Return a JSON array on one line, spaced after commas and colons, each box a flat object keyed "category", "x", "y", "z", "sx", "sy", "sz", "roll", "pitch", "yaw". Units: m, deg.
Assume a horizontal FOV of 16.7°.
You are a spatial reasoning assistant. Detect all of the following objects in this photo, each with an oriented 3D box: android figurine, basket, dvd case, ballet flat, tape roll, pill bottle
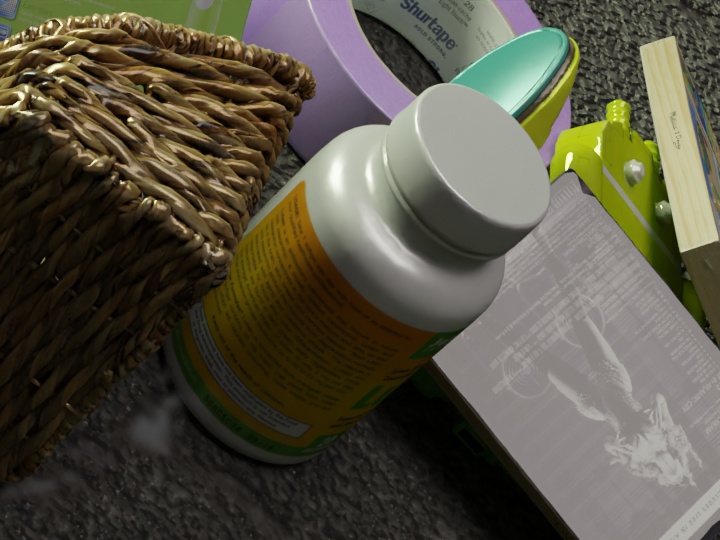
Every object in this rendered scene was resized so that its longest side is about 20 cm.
[{"category": "android figurine", "x": 0.154, "y": -0.004, "z": 1.436, "sx": 0.182, "sy": 0.041, "sz": 0.201, "roll": 48, "pitch": 40, "yaw": -44}, {"category": "basket", "x": -0.140, "y": -0.032, "z": 1.091, "sx": 0.142, "sy": 0.200, "sz": 0.149, "roll": 36, "pitch": 41, "yaw": -13}, {"category": "dvd case", "x": 0.127, "y": 0.062, "z": 1.310, "sx": 0.149, "sy": 0.016, "sz": 0.200, "roll": -39, "pitch": 89, "yaw": -31}, {"category": "ballet flat", "x": 0.047, "y": -0.050, "z": 1.337, "sx": 0.067, "sy": 0.200, "sz": 0.067, "roll": 34, "pitch": -20, "yaw": 48}, {"category": "tape roll", "x": 0.028, "y": -0.121, "z": 1.448, "sx": 0.199, "sy": 0.066, "sz": 0.201, "roll": 27, "pitch": 42, "yaw": -27}, {"category": "pill bottle", "x": 0.000, "y": 0.000, "z": 1.199, "sx": 0.111, "sy": 0.200, "sz": 0.111, "roll": 26, "pitch": 42, "yaw": -26}]

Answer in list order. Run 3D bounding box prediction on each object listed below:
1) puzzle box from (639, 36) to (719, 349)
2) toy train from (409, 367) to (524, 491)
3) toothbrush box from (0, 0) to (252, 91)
[{"category": "puzzle box", "x": 0.214, "y": -0.034, "z": 1.517, "sx": 0.201, "sy": 0.025, "sz": 0.133, "roll": -93, "pitch": 161, "yaw": -48}, {"category": "toy train", "x": 0.084, "y": 0.087, "z": 1.324, "sx": 0.200, "sy": 0.056, "sz": 0.042, "roll": 47, "pitch": 52, "yaw": -2}, {"category": "toothbrush box", "x": -0.132, "y": -0.148, "z": 1.205, "sx": 0.145, "sy": 0.201, "sz": 0.086, "roll": 14, "pitch": 3, "yaw": -36}]
